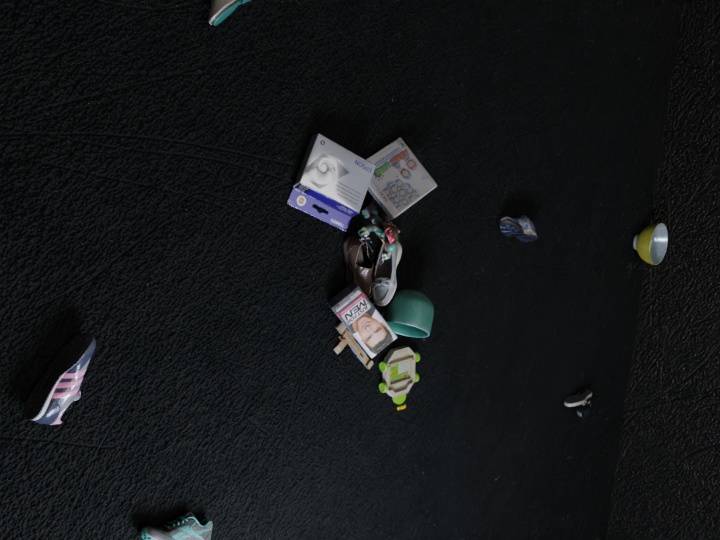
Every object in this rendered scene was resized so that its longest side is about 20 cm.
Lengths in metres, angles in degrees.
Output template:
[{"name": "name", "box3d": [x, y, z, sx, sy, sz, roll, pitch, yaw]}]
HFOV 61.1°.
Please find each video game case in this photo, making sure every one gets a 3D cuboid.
[{"name": "video game case", "box3d": [0.102, -0.267, 1.755, 0.200, 0.024, 0.182, -38, 90, -31]}]

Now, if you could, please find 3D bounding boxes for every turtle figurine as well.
[{"name": "turtle figurine", "box3d": [0.061, -0.095, 1.699, 0.100, 0.200, 0.150, -25, 129, 11]}]

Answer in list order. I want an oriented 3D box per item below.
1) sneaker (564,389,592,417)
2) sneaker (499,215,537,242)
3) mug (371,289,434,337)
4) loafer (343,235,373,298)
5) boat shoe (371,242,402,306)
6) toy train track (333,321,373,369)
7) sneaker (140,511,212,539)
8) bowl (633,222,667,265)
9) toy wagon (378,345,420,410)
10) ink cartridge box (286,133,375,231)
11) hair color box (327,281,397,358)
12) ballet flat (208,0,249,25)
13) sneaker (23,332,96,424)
[{"name": "sneaker", "box3d": [0.982, 0.616, 2.740, 0.200, 0.073, 0.112, -11, 104, -42]}, {"name": "sneaker", "box3d": [0.573, -0.165, 2.236, 0.200, 0.076, 0.077, 20, 63, -42]}, {"name": "mug", "box3d": [0.134, 0.119, 1.831, 0.185, 0.152, 0.115, 29, 67, -38]}, {"name": "loafer", "box3d": [0.000, 0.000, 1.741, 0.073, 0.071, 0.201, -29, 116, -34]}, {"name": "boat shoe", "box3d": [0.071, 0.003, 1.796, 0.065, 0.074, 0.203, 30, 74, -59]}, {"name": "toy train track", "box3d": [-0.010, 0.226, 1.803, 0.115, 0.032, 0.200, -51, 128, -23]}, {"name": "sneaker", "box3d": [-0.441, 0.630, 1.482, 0.200, 0.077, 0.092, 37, 58, -43]}, {"name": "bowl", "box3d": [1.380, -0.133, 2.929, 0.200, 0.108, 0.201, -9, 104, -40]}, {"name": "toy wagon", "box3d": [0.121, 0.343, 1.940, 0.155, 0.040, 0.201, -8, 104, -40]}, {"name": "ink cartridge box", "box3d": [-0.074, -0.231, 1.626, 0.199, 0.041, 0.201, 23, 82, -30]}, {"name": "hair color box", "box3d": [0.006, 0.141, 1.733, 0.099, 0.061, 0.200, -39, 110, -4]}, {"name": "ballet flat", "box3d": [-0.288, -0.624, 1.377, 0.200, 0.069, 0.070, -50, 127, -29]}, {"name": "sneaker", "box3d": [-0.602, 0.224, 1.260, 0.200, 0.070, 0.082, -57, 146, -14]}]
